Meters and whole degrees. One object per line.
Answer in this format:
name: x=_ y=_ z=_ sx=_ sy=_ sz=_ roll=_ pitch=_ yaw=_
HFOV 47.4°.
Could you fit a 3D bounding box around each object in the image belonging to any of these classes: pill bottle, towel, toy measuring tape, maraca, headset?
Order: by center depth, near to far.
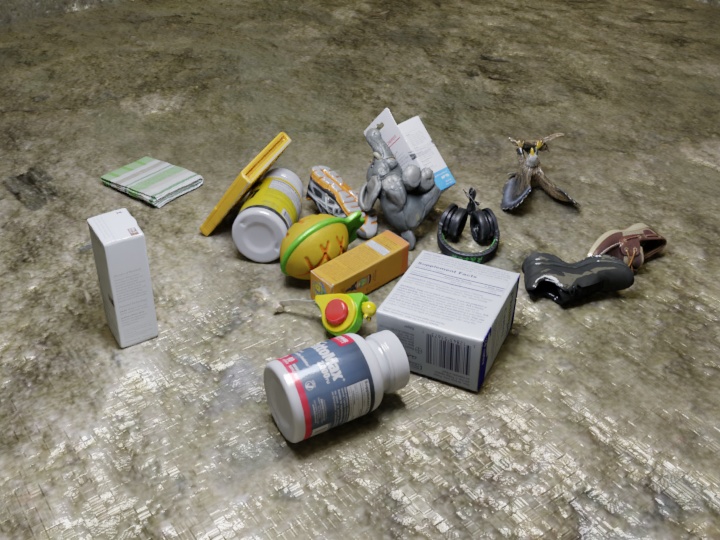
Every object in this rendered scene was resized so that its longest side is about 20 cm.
pill bottle: x=-0.032 y=0.161 z=1.204 sx=0.197 sy=0.122 sz=0.119 roll=-18 pitch=37 yaw=-25
toy measuring tape: x=-0.064 y=0.080 z=1.390 sx=0.196 sy=0.075 sz=0.074 roll=-5 pitch=29 yaw=25
maraca: x=-0.069 y=-0.050 z=1.518 sx=0.198 sy=0.138 sz=0.108 roll=-24 pitch=67 yaw=-41
pill bottle: x=-0.178 y=-0.116 z=1.627 sx=0.111 sy=0.116 sz=0.201 roll=4 pitch=33 yaw=7
headset: x=0.215 y=-0.085 z=1.632 sx=0.120 sy=0.095 sz=0.203 roll=7 pitch=49 yaw=5
towel: x=-0.470 y=-0.202 z=1.850 sx=0.197 sy=0.031 sz=0.148 roll=21 pitch=37 yaw=33

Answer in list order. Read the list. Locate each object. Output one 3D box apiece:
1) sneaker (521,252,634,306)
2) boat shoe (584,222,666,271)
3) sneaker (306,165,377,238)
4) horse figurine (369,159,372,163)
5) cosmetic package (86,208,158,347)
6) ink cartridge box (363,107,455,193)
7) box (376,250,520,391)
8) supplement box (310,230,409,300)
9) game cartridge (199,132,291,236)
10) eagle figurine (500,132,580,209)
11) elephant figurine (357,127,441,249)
sneaker: x=0.385 y=0.024 z=1.456 sx=0.195 sy=0.077 sz=0.092 roll=0 pitch=42 yaw=14
boat shoe: x=0.498 y=-0.034 z=1.531 sx=0.197 sy=0.074 sz=0.072 roll=-18 pitch=35 yaw=-34
sneaker: x=-0.040 y=-0.129 z=1.687 sx=0.077 sy=0.078 sz=0.200 roll=-9 pitch=48 yaw=-47
horse figurine: x=0.112 y=-0.224 z=1.834 sx=0.132 sy=0.051 sz=0.198 roll=37 pitch=41 yaw=26
cosmetic package: x=-0.393 y=0.013 z=1.358 sx=0.073 sy=0.204 sz=0.102 roll=-19 pitch=36 yaw=-25
ink cartridge box: x=0.100 y=-0.235 z=1.704 sx=0.067 sy=0.116 sz=0.203 roll=-27 pitch=86 yaw=-33
box: x=0.144 y=0.076 z=1.339 sx=0.180 sy=0.107 sz=0.200 roll=14 pitch=37 yaw=23
supplement box: x=0.000 y=0.000 z=1.489 sx=0.068 sy=0.068 sz=0.198 roll=32 pitch=45 yaw=33
game cartridge: x=-0.235 y=-0.174 z=1.657 sx=0.032 sy=0.199 sz=0.177 roll=43 pitch=43 yaw=-8
eagle figurine: x=0.373 y=-0.200 z=1.760 sx=0.150 sy=0.150 sz=0.204 roll=-27 pitch=55 yaw=35
elephant figurine: x=0.060 y=-0.170 z=1.647 sx=0.156 sy=0.142 sz=0.199 roll=-49 pitch=40 yaw=-8
